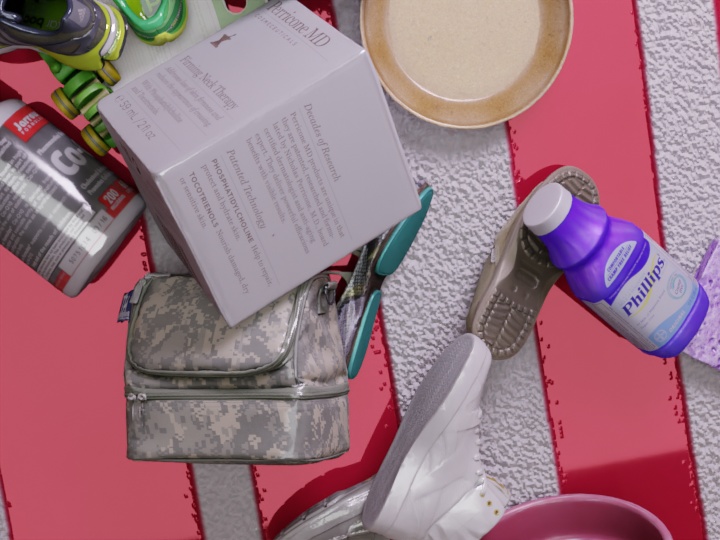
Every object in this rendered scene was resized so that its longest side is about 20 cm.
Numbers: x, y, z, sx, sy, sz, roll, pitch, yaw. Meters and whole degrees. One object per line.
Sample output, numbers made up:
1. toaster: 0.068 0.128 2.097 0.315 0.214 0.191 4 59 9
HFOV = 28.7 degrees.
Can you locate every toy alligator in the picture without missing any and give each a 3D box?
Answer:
1. toy alligator: -0.249 -0.168 1.239 0.059 0.054 0.201 -39 96 3

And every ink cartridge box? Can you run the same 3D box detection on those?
1. ink cartridge box: -0.186 -0.241 1.281 0.197 0.048 0.147 -19 96 -1

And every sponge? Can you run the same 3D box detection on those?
1. sponge: 0.402 0.063 1.346 0.198 0.030 0.113 26 94 -4

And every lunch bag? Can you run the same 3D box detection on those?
1. lunch bag: -0.113 0.085 1.256 0.197 0.139 0.171 -2 86 22

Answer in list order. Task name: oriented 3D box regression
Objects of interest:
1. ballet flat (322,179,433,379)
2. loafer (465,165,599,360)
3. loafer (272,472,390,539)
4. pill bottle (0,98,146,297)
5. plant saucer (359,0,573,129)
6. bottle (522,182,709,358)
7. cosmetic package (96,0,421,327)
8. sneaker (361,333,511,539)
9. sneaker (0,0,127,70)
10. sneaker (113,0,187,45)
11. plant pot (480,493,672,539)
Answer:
1. ballet flat: 0.000 0.000 1.307 0.071 0.072 0.203 23 93 -5
2. loafer: 0.152 -0.010 1.311 0.075 0.068 0.201 38 76 -17
3. loafer: 0.006 0.235 1.325 0.198 0.070 0.070 -28 88 0
4. pill bottle: -0.301 -0.079 1.259 0.199 0.114 0.114 38 93 -6
5. plant saucer: 0.096 -0.232 1.301 0.197 0.035 0.204 0 95 -3
6. bottle: 0.229 -0.003 1.272 0.199 0.065 0.084 39 82 -25
7. cosmetic package: -0.086 -0.098 1.198 0.199 0.167 0.168 -32 127 -11
8. sneaker: 0.094 0.164 1.274 0.114 0.074 0.202 25 100 -15
9. sneaker: -0.299 -0.224 1.195 0.197 0.081 0.075 8 79 18
10. sneaker: -0.202 -0.294 1.211 0.073 0.084 0.202 -24 95 2
11. plant pot: 0.198 0.335 1.293 0.197 0.200 0.181 -12 111 -1
